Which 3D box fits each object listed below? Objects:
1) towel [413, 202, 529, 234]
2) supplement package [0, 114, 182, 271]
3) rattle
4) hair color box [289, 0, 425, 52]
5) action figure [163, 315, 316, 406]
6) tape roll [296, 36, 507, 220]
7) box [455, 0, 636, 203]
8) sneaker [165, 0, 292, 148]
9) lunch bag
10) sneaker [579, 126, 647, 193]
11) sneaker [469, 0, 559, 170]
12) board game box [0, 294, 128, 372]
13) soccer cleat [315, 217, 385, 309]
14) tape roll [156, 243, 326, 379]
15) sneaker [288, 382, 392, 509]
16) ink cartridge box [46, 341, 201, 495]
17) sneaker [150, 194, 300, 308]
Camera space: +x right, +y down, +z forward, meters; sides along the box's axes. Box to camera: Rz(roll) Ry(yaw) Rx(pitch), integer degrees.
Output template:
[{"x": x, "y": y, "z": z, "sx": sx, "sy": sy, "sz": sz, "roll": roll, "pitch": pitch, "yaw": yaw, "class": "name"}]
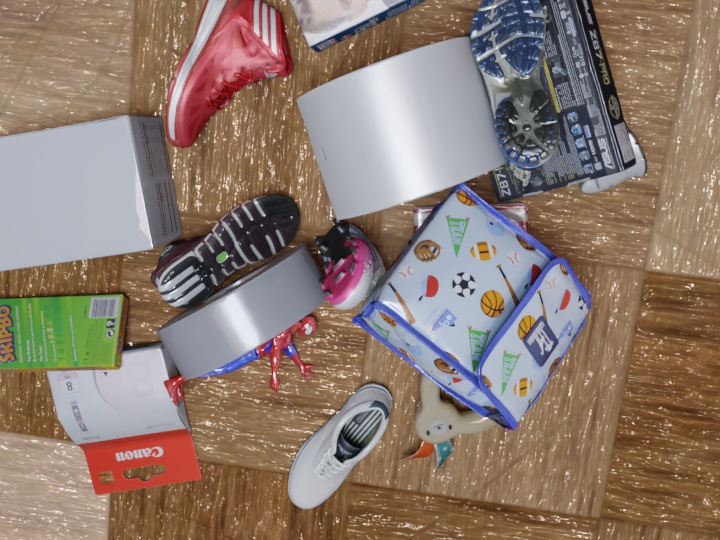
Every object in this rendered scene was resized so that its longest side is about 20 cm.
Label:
[{"x": 0.139, "y": 0.018, "z": 0.939, "sx": 0.143, "sy": 0.023, "sz": 0.201, "roll": -2, "pitch": 100, "yaw": 6, "class": "towel"}, {"x": -0.340, "y": -0.095, "z": 0.913, "sx": 0.199, "sy": 0.111, "sz": 0.157, "roll": -7, "pitch": 100, "yaw": 7, "class": "supplement package"}, {"x": 0.123, "y": 0.189, "z": 0.902, "sx": 0.130, "sy": 0.143, "sz": 0.200, "roll": 28, "pitch": 103, "yaw": -31, "class": "rattle"}, {"x": 0.014, "y": -0.341, "z": 0.863, "sx": 0.199, "sy": 0.061, "sz": 0.100, "roll": -23, "pitch": 97, "yaw": 9, "class": "hair color box"}, {"x": -0.134, "y": 0.130, "z": 0.949, "sx": 0.199, "sy": 0.065, "sz": 0.099, "roll": -30, "pitch": 93, "yaw": -3, "class": "action figure"}, {"x": 0.046, "y": -0.154, "z": 0.824, "sx": 0.202, "sy": 0.203, "sz": 0.140, "roll": -17, "pitch": 98, "yaw": 8, "class": "tape roll"}, {"x": 0.200, "y": -0.189, "z": 0.838, "sx": 0.161, "sy": 0.049, "sz": 0.201, "roll": -14, "pitch": 99, "yaw": 42, "class": "box"}, {"x": -0.150, "y": -0.226, "z": 0.891, "sx": 0.115, "sy": 0.078, "sz": 0.201, "roll": 22, "pitch": 103, "yaw": 2, "class": "sneaker"}, {"x": 0.124, "y": 0.040, "z": 0.775, "sx": 0.200, "sy": 0.124, "sz": 0.170, "roll": 39, "pitch": 74, "yaw": -3, "class": "lunch bag"}, {"x": 0.251, "y": -0.178, "z": 0.869, "sx": 0.087, "sy": 0.075, "sz": 0.201, "roll": -31, "pitch": 96, "yaw": 15, "class": "sneaker"}, {"x": 0.160, "y": -0.196, "z": 0.785, "sx": 0.077, "sy": 0.085, "sz": 0.201, "roll": -6, "pitch": 79, "yaw": 13, "class": "sneaker"}, {"x": -0.403, "y": 0.082, "z": 0.970, "sx": 0.199, "sy": 0.030, "sz": 0.096, "roll": -1, "pitch": 69, "yaw": 5, "class": "board game box"}, {"x": 0.000, "y": 0.000, "z": 0.861, "sx": 0.086, "sy": 0.200, "sz": 0.070, "roll": 39, "pitch": 103, "yaw": -19, "class": "soccer cleat"}, {"x": -0.134, "y": 0.046, "z": 0.876, "sx": 0.200, "sy": 0.200, "sz": 0.066, "roll": -28, "pitch": 97, "yaw": 9, "class": "tape roll"}, {"x": -0.032, "y": 0.231, "z": 0.967, "sx": 0.073, "sy": 0.071, "sz": 0.200, "roll": 33, "pitch": 101, "yaw": -2, "class": "sneaker"}, {"x": -0.311, "y": 0.203, "z": 0.998, "sx": 0.162, "sy": 0.057, "sz": 0.201, "roll": -10, "pitch": 95, "yaw": 6, "class": "ink cartridge box"}, {"x": -0.178, "y": -0.037, "z": 0.932, "sx": 0.200, "sy": 0.115, "sz": 0.076, "roll": -35, "pitch": 118, "yaw": -23, "class": "sneaker"}]
